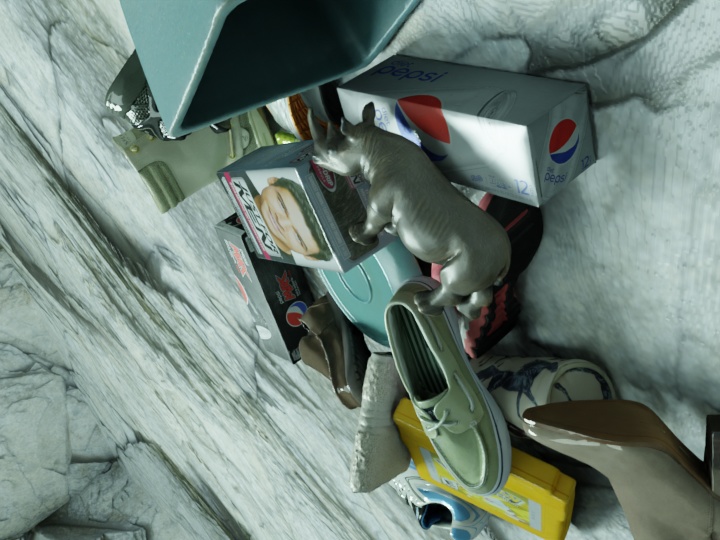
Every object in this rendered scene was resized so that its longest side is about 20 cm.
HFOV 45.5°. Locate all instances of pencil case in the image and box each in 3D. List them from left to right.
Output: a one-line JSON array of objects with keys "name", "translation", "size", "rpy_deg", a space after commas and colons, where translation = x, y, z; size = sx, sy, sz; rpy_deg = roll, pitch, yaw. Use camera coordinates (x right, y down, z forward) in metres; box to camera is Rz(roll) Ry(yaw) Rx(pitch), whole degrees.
[{"name": "pencil case", "translation": [0.141, 0.120, 0.787], "size": [0.089, 0.078, 0.199], "rpy_deg": [42, 158, -21]}]

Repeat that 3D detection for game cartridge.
[{"name": "game cartridge", "translation": [0.125, 0.204, 0.852], "size": [0.175, 0.033, 0.200], "rpy_deg": [22, 160, 22]}]

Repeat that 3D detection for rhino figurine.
[{"name": "rhino figurine", "translation": [0.032, -0.052, 0.635], "size": [0.200, 0.060, 0.088], "rpy_deg": [46, 138, 8]}]

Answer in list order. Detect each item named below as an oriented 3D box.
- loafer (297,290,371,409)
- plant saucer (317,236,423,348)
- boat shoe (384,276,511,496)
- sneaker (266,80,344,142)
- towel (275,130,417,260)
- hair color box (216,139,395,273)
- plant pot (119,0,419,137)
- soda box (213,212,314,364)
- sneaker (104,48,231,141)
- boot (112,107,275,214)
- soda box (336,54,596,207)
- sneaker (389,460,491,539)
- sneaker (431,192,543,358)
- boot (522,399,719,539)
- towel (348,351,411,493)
[{"name": "loafer", "translation": [-0.027, 0.095, 0.946], "size": [0.073, 0.071, 0.200], "rpy_deg": [56, -174, -25]}, {"name": "plant saucer", "translation": [0.000, 0.000, 0.863], "size": [0.200, 0.027, 0.201], "rpy_deg": [46, 155, 29]}, {"name": "boat shoe", "translation": [0.067, 0.105, 0.727], "size": [0.072, 0.062, 0.201], "rpy_deg": [-20, 96, 35]}, {"name": "sneaker", "translation": [-0.086, -0.209, 0.786], "size": [0.092, 0.075, 0.201], "rpy_deg": [22, 138, 53]}, {"name": "towel", "translation": [-0.011, -0.058, 0.889], "size": [0.199, 0.023, 0.144], "rpy_deg": [33, 147, 36]}, {"name": "hair color box", "translation": [-0.057, -0.062, 0.790], "size": [0.200, 0.060, 0.100], "rpy_deg": [9, 128, 61]}, {"name": "plant pot", "translation": [-0.080, -0.248, 0.609], "size": [0.201, 0.195, 0.196], "rpy_deg": [61, 153, 4]}, {"name": "soda box", "translation": [-0.112, 0.018, 1.094], "size": [0.071, 0.063, 0.201], "rpy_deg": [20, 137, 48]}, {"name": "sneaker", "translation": [-0.145, -0.207, 0.815], "size": [0.114, 0.200, 0.076], "rpy_deg": [33, -170, -12]}, {"name": "boot", "translation": [-0.189, -0.173, 0.891], "size": [0.072, 0.154, 0.201], "rpy_deg": [43, 158, 62]}, {"name": "soda box", "translation": [0.073, -0.110, 0.644], "size": [0.199, 0.068, 0.064], "rpy_deg": [24, 140, 46]}, {"name": "sneaker", "translation": [0.078, 0.278, 1.077], "size": [0.199, 0.072, 0.072], "rpy_deg": [16, 136, 53]}, {"name": "sneaker", "translation": [0.091, -0.006, 0.727], "size": [0.087, 0.074, 0.201], "rpy_deg": [41, 150, 27]}, {"name": "boot", "translation": [0.227, 0.179, 0.659], "size": [0.198, 0.070, 0.148], "rpy_deg": [1, 109, 26]}, {"name": "towel", "translation": [0.033, 0.149, 0.877], "size": [0.034, 0.134, 0.200], "rpy_deg": [8, 178, 14]}]
